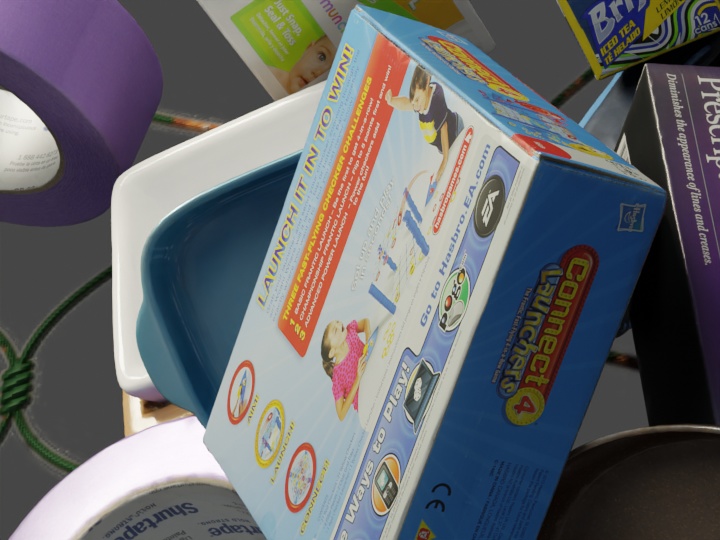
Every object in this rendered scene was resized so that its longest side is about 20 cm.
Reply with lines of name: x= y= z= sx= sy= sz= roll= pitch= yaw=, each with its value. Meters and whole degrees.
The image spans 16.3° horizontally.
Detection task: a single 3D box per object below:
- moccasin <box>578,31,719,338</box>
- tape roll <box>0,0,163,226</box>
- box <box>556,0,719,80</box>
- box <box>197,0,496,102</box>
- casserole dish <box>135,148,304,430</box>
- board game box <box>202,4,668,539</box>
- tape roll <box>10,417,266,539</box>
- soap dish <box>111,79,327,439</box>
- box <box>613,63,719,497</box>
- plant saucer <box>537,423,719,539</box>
moccasin: x=0.142 y=-0.060 z=1.129 sx=0.068 sy=0.080 sz=0.200 roll=-2 pitch=56 yaw=46
tape roll: x=-0.207 y=-0.104 z=1.309 sx=0.200 sy=0.200 sz=0.066 roll=1 pitch=57 yaw=34
box: x=0.130 y=-0.167 z=1.185 sx=0.070 sy=0.064 sz=0.200 roll=-22 pitch=24 yaw=17
box: x=-0.035 y=-0.168 z=1.246 sx=0.112 sy=0.200 sz=0.101 roll=-34 pitch=45 yaw=6
casserole dish: x=0.000 y=0.000 z=1.082 sx=0.200 sy=0.121 sz=0.039 roll=-22 pitch=11 yaw=2
board game box: x=0.020 y=0.023 z=0.959 sx=0.200 sy=0.056 sz=0.196 roll=-70 pitch=25 yaw=15
tape roll: x=-0.075 y=0.165 z=1.101 sx=0.200 sy=0.066 sz=0.200 roll=-18 pitch=50 yaw=22
soap dish: x=-0.020 y=-0.007 z=1.197 sx=0.200 sy=0.081 sz=0.157 roll=-22 pitch=48 yaw=17
box: x=0.185 y=0.015 z=1.005 sx=0.141 sy=0.079 sz=0.200 roll=4 pitch=49 yaw=-11
plant saucer: x=0.143 y=0.135 z=0.920 sx=0.200 sy=0.200 sz=0.032 roll=-5 pitch=25 yaw=30
